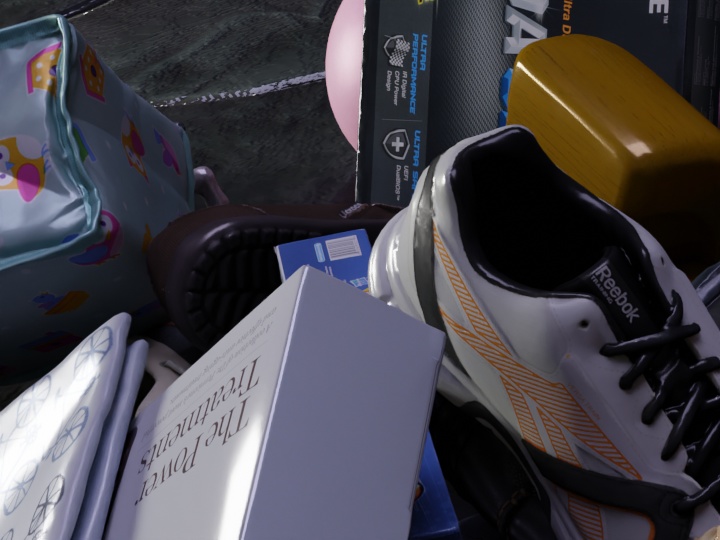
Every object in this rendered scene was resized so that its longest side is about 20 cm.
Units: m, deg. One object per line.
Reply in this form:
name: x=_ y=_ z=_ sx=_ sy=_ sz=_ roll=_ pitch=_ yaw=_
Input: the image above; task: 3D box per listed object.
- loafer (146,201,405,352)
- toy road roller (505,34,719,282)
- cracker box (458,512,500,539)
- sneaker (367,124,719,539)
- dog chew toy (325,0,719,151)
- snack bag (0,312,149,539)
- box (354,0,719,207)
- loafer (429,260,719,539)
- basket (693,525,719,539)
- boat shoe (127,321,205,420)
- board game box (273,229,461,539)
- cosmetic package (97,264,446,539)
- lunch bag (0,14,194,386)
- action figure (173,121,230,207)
loafer: x=0.000 y=0.000 z=0.885 sx=0.200 sy=0.073 sz=0.071 roll=10 pitch=11 yaw=-37
toy road roller: x=0.115 y=-0.012 z=0.810 sx=0.199 sy=0.146 sz=0.123 roll=-13 pitch=41 yaw=-27
cracker box: x=0.142 y=0.102 z=0.718 sx=0.199 sy=0.058 sz=0.134 roll=-18 pitch=26 yaw=-15
sneaker: x=0.080 y=0.041 z=0.634 sx=0.200 sy=0.080 sz=0.074 roll=44 pitch=62 yaw=14
dog chew toy: x=0.084 y=-0.091 z=1.062 sx=0.199 sy=0.125 sz=0.125 roll=14 pitch=35 yaw=27
snack bag: x=-0.139 y=0.127 z=0.648 sx=0.200 sy=0.021 sz=0.189 roll=-40 pitch=27 yaw=36
box: x=0.078 y=-0.090 z=0.969 sx=0.158 sy=0.201 sz=0.046 roll=6 pitch=4 yaw=30
loafer: x=0.123 y=0.042 z=0.720 sx=0.199 sy=0.073 sz=0.072 roll=-22 pitch=47 yaw=-12
basket: x=0.094 y=0.153 z=0.455 sx=0.148 sy=0.143 sz=0.201 roll=-1 pitch=68 yaw=19
boat shoe: x=-0.060 y=0.068 z=0.845 sx=0.062 sy=0.071 sz=0.200 roll=-1 pitch=18 yaw=-13
board game box: x=0.008 y=0.089 z=0.709 sx=0.034 sy=0.136 sz=0.200 roll=-11 pitch=25 yaw=-3
cosmetic package: x=-0.058 y=0.110 z=0.609 sx=0.200 sy=0.052 sz=0.151 roll=-42 pitch=30 yaw=47
lunch bag: x=-0.178 y=-0.010 z=0.917 sx=0.199 sy=0.122 sz=0.170 roll=-17 pitch=-17 yaw=8
action figure: x=-0.164 y=-0.048 z=1.091 sx=0.193 sy=0.105 sz=0.200 roll=9 pitch=34 yaw=17
